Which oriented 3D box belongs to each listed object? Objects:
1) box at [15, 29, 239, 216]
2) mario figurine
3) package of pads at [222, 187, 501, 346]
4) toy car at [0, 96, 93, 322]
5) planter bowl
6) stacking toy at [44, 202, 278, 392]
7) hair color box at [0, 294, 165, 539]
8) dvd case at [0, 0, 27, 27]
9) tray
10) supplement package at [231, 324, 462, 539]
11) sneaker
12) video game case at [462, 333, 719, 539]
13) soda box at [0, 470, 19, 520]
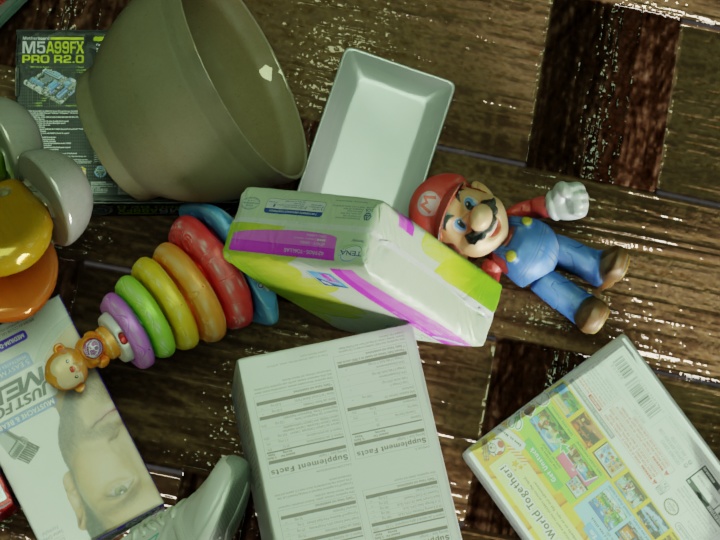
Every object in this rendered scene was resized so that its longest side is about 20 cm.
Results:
[{"bbox_3d":[-0.205,-0.130,1.651,0.198,0.044,0.162,-1,76,-6],"label":"box"},{"bbox_3d":[0.135,-0.022,1.619,0.199,0.106,0.124,25,41,-6],"label":"mario figurine"},{"bbox_3d":[0.000,0.000,1.518,0.153,0.200,0.069,6,73,36],"label":"package of pads"},{"bbox_3d":[-0.321,-0.035,1.541,0.174,0.151,0.200,-28,51,-24],"label":"toy car"},{"bbox_3d":[-0.150,-0.139,1.552,0.134,0.200,0.202,-26,79,17],"label":"planter bowl"},{"bbox_3d":[-0.177,0.037,1.554,0.199,0.110,0.117,-33,106,-19],"label":"stacking toy"},{"bbox_3d":[-0.256,0.136,1.573,0.109,0.065,0.201,-27,82,-12],"label":"hair color box"},{"bbox_3d":[-0.403,-0.269,1.653,0.199,0.022,0.146,33,55,4],"label":"dvd case"},{"bbox_3d":[0.006,-0.092,1.671,0.106,0.022,0.202,19,76,-1],"label":"tray"},{"bbox_3d":[-0.013,0.169,1.539,0.149,0.152,0.202,-11,78,-8],"label":"supplement package"},{"bbox_3d":[-0.157,0.226,1.523,0.080,0.070,0.201,35,108,12],"label":"sneaker"},{"bbox_3d":[0.217,0.187,1.622,0.181,0.023,0.201,-35,83,-12],"label":"video game case"},{"bbox_3d":[-0.357,0.123,1.563,0.063,0.070,0.201,-26,80,-10],"label":"soda box"}]
